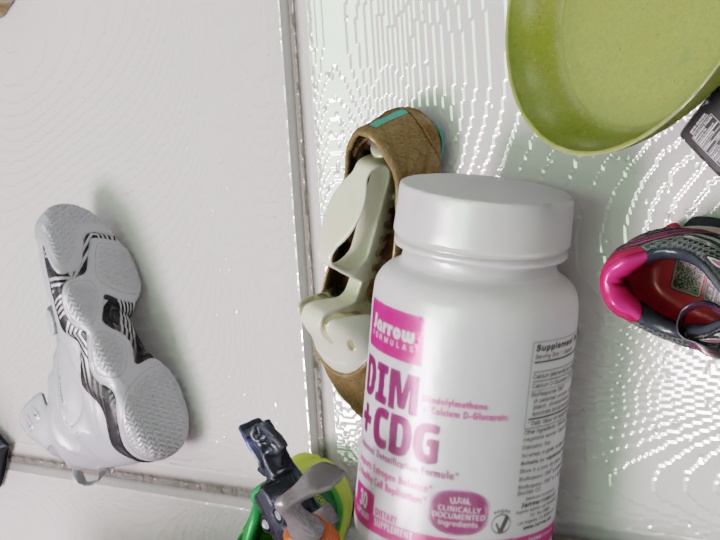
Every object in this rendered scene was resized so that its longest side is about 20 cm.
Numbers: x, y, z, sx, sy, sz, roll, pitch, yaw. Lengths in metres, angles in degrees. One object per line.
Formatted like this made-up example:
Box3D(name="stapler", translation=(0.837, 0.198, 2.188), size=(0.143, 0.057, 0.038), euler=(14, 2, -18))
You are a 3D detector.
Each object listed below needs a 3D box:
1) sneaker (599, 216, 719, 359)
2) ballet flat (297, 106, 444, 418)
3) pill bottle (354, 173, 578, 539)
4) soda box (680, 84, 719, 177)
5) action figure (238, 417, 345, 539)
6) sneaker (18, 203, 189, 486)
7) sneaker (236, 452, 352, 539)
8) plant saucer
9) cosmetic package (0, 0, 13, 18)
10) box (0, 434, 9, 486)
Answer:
Box3D(name="sneaker", translation=(0.208, 0.025, 0.686), size=(0.199, 0.075, 0.081), euler=(11, 104, 39))
Box3D(name="ballet flat", translation=(0.000, 0.000, 0.864), size=(0.068, 0.072, 0.201), euler=(27, 113, 36))
Box3D(name="pill bottle", translation=(0.059, 0.053, 0.793), size=(0.113, 0.113, 0.201), euler=(14, 105, 39))
Box3D(name="soda box", translation=(0.235, -0.116, 0.643), size=(0.063, 0.071, 0.200), euler=(50, 125, 24))
Box3D(name="action figure", translation=(-0.044, 0.174, 0.805), size=(0.200, 0.104, 0.194), euler=(59, 157, 18))
Box3D(name="sneaker", translation=(-0.207, 0.059, 1.050), size=(0.115, 0.075, 0.201), euler=(-31, 79, 36))
Box3D(name="sneaker", translation=(-0.059, 0.216, 0.940), size=(0.074, 0.083, 0.201), euler=(16, 107, 38))
Box3D(name="plant saucer", translation=(0.142, -0.149, 0.704), size=(0.200, 0.031, 0.201), euler=(-35, 47, 50))
Box3D(name="cosmetic package", translation=(-0.350, -0.242, 1.048), size=(0.071, 0.200, 0.105), euler=(-46, 66, 36))
Box3D(name="box", translation=(-0.408, 0.139, 1.154), size=(0.158, 0.200, 0.051), euler=(39, 125, 31))
